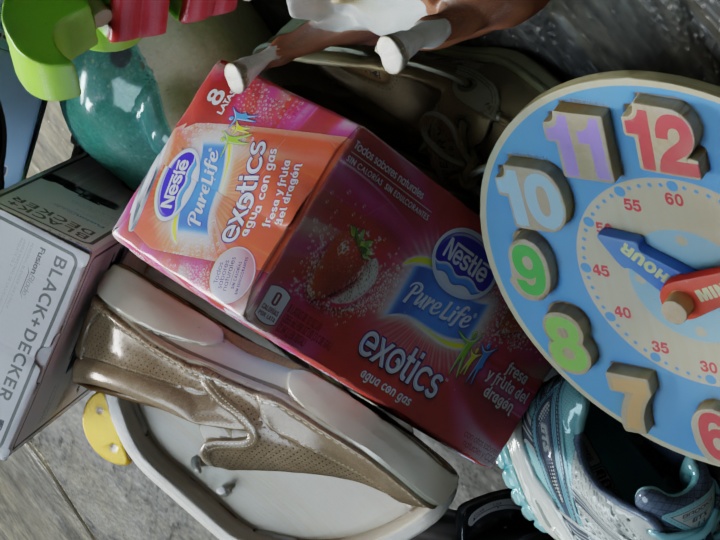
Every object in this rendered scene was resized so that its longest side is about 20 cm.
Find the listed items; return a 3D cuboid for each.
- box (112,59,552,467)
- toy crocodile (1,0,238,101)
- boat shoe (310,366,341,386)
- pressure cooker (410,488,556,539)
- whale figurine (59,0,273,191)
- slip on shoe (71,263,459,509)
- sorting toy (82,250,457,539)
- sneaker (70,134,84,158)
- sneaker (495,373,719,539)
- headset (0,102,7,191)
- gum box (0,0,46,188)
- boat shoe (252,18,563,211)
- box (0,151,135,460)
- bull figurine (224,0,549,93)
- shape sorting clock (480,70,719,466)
[{"bbox_3d":[0.000,0.000,0.953,0.099,0.096,0.200,29,176,43],"label":"box"},{"bbox_3d":[-0.068,-0.134,0.910,0.062,0.199,0.068,46,146,27],"label":"toy crocodile"},{"bbox_3d":[-0.035,0.118,1.255,0.201,0.068,0.075,59,152,-4],"label":"boat shoe"},{"bbox_3d":[0.062,0.210,1.087,0.176,0.179,0.200,41,161,-27],"label":"pressure cooker"},{"bbox_3d":[-0.080,-0.058,1.059,0.201,0.103,0.159,63,-166,3],"label":"whale figurine"},{"bbox_3d":[-0.048,0.066,0.972,0.199,0.061,0.076,29,177,19],"label":"slip on shoe"},{"bbox_3d":[-0.041,0.067,1.121,0.200,0.180,0.107,41,109,3],"label":"sorting toy"},{"bbox_3d":[-0.130,-0.055,1.203,0.081,0.088,0.201,9,120,55],"label":"sneaker"},{"bbox_3d":[0.139,0.131,0.982,0.200,0.077,0.086,52,149,9],"label":"sneaker"},{"bbox_3d":[-0.216,-0.085,0.992,0.123,0.094,0.200,25,141,0],"label":"headset"},{"bbox_3d":[-0.192,-0.084,1.140,0.200,0.044,0.171,-90,18,-61],"label":"gum box"},{"bbox_3d":[0.032,-0.067,0.963,0.200,0.063,0.074,29,141,41],"label":"boat shoe"},{"bbox_3d":[-0.150,0.008,1.079,0.060,0.200,0.117,26,107,5],"label":"box"},{"bbox_3d":[0.027,-0.120,0.846,0.200,0.121,0.065,-8,105,57],"label":"bull figurine"},{"bbox_3d":[0.135,0.007,0.861,0.199,0.039,0.201,23,135,25],"label":"shape sorting clock"}]
